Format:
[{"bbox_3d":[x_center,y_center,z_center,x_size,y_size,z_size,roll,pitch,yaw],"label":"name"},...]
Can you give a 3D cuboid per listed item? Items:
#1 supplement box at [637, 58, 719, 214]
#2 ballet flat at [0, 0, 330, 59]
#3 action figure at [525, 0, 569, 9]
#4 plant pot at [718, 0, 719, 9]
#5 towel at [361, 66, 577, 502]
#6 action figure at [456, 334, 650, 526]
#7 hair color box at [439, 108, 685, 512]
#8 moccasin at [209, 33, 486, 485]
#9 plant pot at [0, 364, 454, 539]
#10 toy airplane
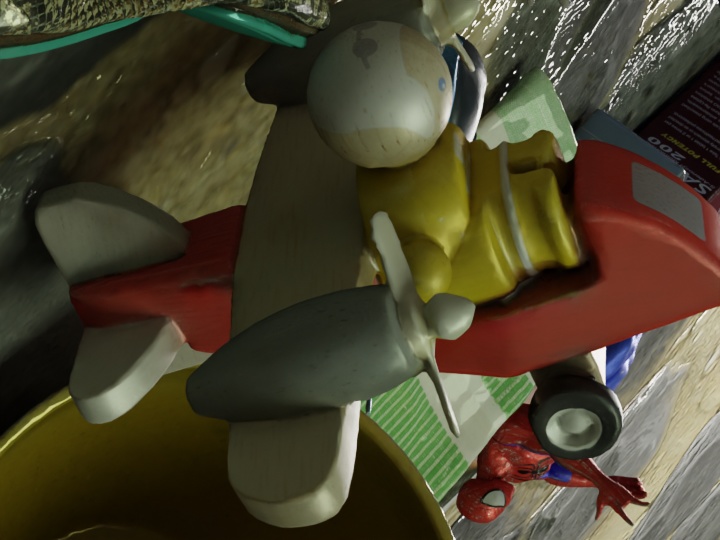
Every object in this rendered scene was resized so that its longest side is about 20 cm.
[{"bbox_3d":[0.217,-0.072,1.366,0.200,0.061,0.109,-42,158,-34],"label":"supplement box"},{"bbox_3d":[-0.058,-0.097,0.645,0.200,0.068,0.076,-11,119,-61],"label":"ballet flat"},{"bbox_3d":[0.109,-0.175,0.904,0.200,0.069,0.130,-32,160,-39],"label":"action figure"},{"bbox_3d":[0.269,-0.162,1.083,0.200,0.180,0.200,-40,179,-32],"label":"plant pot"},{"bbox_3d":[0.041,0.027,1.081,0.200,0.023,0.153,-45,134,-18],"label":"towel"},{"bbox_3d":[0.133,0.071,1.180,0.200,0.099,0.065,-41,158,-26],"label":"action figure"},{"bbox_3d":[0.080,0.023,1.204,0.200,0.061,0.099,-47,161,-15],"label":"hair color box"},{"bbox_3d":[0.000,0.000,0.929,0.200,0.080,0.068,-57,160,15],"label":"moccasin"},{"bbox_3d":[-0.076,0.140,0.874,0.200,0.200,0.142,-46,-174,-21],"label":"plant pot"},{"bbox_3d":[-0.007,-0.018,0.751,0.199,0.200,0.141,-28,137,-30],"label":"toy airplane"}]
